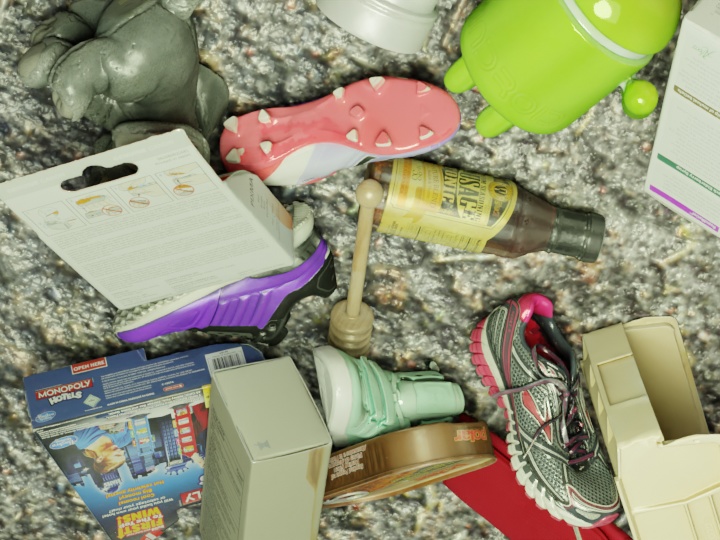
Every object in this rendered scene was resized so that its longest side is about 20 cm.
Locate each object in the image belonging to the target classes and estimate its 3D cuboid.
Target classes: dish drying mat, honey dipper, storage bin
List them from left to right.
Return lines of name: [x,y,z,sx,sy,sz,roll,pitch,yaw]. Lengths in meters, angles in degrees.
honey dipper: [0.000,0.000,1.336,0.038,0.038,0.201,7,137,-3]
dish drying mat: [0.145,0.204,1.403,0.018,0.199,0.077,-13,126,-41]
storage bin: [0.257,0.167,1.359,0.093,0.200,0.200,-17,114,7]

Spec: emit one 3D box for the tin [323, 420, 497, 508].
tin: [0.029,0.164,1.393,0.111,0.042,0.199,7,158,-41]

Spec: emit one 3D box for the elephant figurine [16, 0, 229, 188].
elephant figurine: [-0.164,-0.116,1.286,0.142,0.154,0.201,-47,127,-25]

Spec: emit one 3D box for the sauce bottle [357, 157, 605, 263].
sauce bottle: [0.099,-0.047,1.338,0.198,0.066,0.067,10,116,-7]

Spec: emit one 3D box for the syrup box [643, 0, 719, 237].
syrup box: [0.275,-0.123,1.229,0.081,0.079,0.201,35,152,20]

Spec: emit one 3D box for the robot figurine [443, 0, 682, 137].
robot figurine: [0.154,-0.181,1.225,0.200,0.115,0.176,-39,84,39]

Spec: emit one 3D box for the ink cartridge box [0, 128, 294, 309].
ink cartridge box: [-0.160,-0.049,1.246,0.161,0.051,0.200,-15,145,16]

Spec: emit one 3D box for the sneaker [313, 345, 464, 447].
sneaker: [0.025,0.097,1.355,0.117,0.201,0.075,-9,76,1]

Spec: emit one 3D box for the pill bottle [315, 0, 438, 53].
pill bottle: [0.048,-0.267,1.201,0.119,0.120,0.201,22,114,-10]

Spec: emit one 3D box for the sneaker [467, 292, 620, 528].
sneaker: [0.155,0.116,1.347,0.075,0.080,0.201,-43,67,45]

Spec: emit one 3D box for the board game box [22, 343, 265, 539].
board game box: [-0.172,0.154,1.418,0.198,0.062,0.201,-13,137,-11]

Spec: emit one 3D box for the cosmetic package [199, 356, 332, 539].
cosmetic package: [-0.081,0.180,1.361,0.070,0.106,0.201,-11,137,-21]

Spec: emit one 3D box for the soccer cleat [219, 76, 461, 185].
soccer cleat: [-0.014,-0.104,1.296,0.198,0.076,0.067,-9,71,14]

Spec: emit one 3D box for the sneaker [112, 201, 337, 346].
sneaker: [-0.108,0.030,1.373,0.199,0.070,0.100,-25,119,14]
